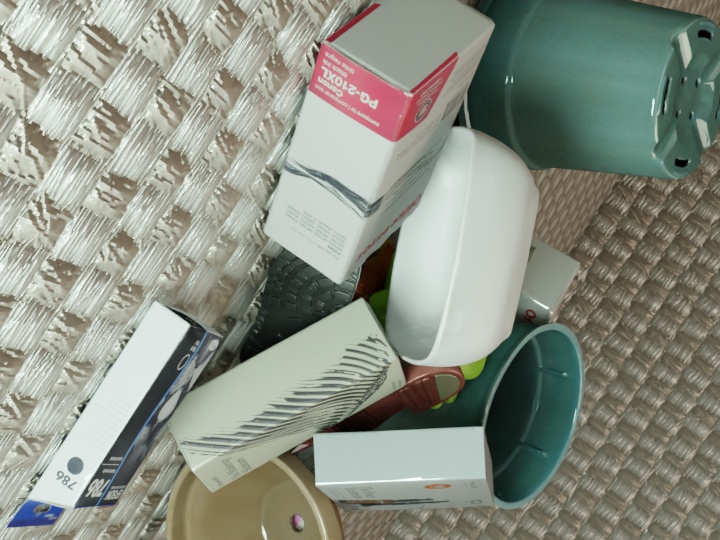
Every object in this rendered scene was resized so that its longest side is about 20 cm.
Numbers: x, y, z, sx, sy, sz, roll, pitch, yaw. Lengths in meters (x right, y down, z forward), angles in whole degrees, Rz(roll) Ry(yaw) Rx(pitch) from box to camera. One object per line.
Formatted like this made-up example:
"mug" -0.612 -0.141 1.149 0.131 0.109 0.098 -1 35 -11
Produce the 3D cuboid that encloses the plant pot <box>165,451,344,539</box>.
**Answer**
"plant pot" -0.086 0.256 1.379 0.093 0.201 0.201 -12 135 -56

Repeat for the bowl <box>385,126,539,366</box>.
"bowl" 0.087 -0.016 1.203 0.200 0.074 0.201 -159 -99 -79

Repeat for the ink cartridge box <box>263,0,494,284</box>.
"ink cartridge box" 0.012 -0.111 1.129 0.145 0.084 0.200 -45 163 -45

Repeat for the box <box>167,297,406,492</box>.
"box" -0.064 0.108 1.230 0.199 0.069 0.082 -30 157 -3

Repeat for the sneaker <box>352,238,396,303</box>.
"sneaker" 0.000 0.000 1.452 0.200 0.073 0.078 -6 102 -75

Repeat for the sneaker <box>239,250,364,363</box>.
"sneaker" -0.045 0.019 1.296 0.088 0.076 0.200 -49 176 -47

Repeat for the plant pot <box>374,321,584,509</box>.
"plant pot" 0.106 0.129 1.532 0.200 0.195 0.201 -25 123 -47

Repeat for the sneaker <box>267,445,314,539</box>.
"sneaker" -0.060 0.246 1.468 0.200 0.088 0.081 -51 165 24

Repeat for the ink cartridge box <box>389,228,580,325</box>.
"ink cartridge box" 0.128 0.009 1.604 0.084 0.199 0.146 -52 168 -35

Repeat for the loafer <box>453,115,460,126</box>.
"loafer" 0.078 -0.117 1.405 0.201 0.070 0.068 -48 165 -36

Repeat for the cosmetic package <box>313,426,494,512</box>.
"cosmetic package" 0.045 0.186 1.314 0.200 0.150 0.052 64 21 -72

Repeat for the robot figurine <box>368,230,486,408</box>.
"robot figurine" 0.079 0.029 1.388 0.175 0.115 0.201 -7 113 -66

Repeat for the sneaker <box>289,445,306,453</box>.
"sneaker" -0.093 0.189 1.556 0.200 0.076 0.115 -36 166 -38

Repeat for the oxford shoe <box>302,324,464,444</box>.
"oxford shoe" -0.003 0.105 1.318 0.199 0.075 0.071 -18 143 9

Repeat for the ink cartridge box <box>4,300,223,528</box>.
"ink cartridge box" -0.182 0.119 1.073 0.200 0.039 0.099 -56 168 -1

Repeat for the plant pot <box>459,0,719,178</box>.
"plant pot" 0.227 -0.176 1.347 0.200 0.195 0.201 -23 120 -47
